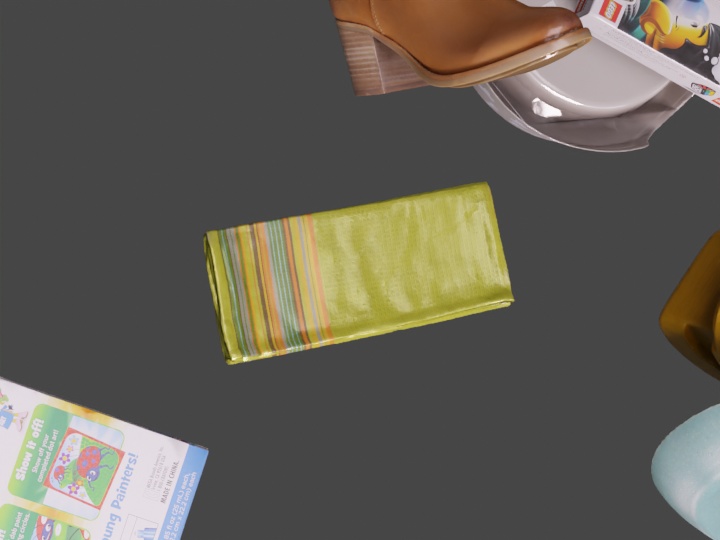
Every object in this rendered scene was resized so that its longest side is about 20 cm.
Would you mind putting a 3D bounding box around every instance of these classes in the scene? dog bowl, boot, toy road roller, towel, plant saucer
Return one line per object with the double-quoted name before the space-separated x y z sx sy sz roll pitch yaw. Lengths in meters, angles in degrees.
"dog bowl" 0.148 -0.174 1.605 0.200 0.059 0.200 1 85 -18
"boot" 0.049 -0.191 1.500 0.074 0.200 0.155 -17 100 -46
"toy road roller" 0.291 0.052 1.622 0.123 0.146 0.200 -54 140 -15
"towel" 0.000 0.000 1.564 0.200 0.018 0.086 -11 91 -19
"plant saucer" 0.287 0.138 1.559 0.200 0.200 0.036 14 55 -17

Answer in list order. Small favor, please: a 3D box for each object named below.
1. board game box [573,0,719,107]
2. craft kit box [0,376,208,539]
"board game box" 0.230 -0.222 1.587 0.126 0.035 0.200 27 78 -16
"craft kit box" -0.215 0.170 1.466 0.197 0.049 0.200 22 80 -19
